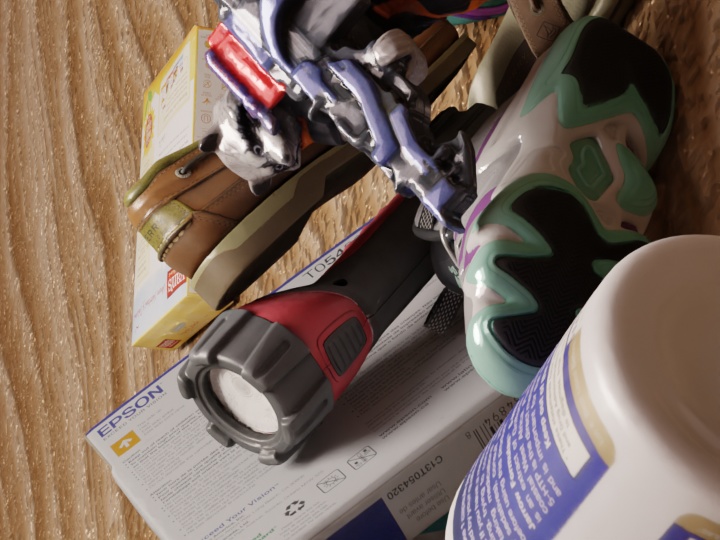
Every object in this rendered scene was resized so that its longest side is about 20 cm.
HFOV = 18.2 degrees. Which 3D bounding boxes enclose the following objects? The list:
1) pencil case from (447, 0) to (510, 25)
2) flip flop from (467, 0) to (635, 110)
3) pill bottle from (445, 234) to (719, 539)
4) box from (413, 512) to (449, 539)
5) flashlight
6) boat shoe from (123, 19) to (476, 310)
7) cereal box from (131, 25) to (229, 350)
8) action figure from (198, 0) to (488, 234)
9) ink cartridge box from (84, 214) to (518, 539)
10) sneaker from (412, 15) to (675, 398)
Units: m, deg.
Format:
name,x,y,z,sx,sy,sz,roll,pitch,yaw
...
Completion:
name,x,y,z,sx,sy,sz,roll,pitch,yaw
pencil case,0.024,-0.166,1.163,0.085,0.092,0.200,57,165,-14
flip flop,0.082,-0.134,1.030,0.200,0.057,0.081,116,153,-43
pill bottle,0.099,0.091,0.817,0.200,0.119,0.120,120,150,-47
box,0.024,0.155,1.050,0.082,0.049,0.201,-16,63,30
flashlight,0.000,0.000,1.020,0.200,0.068,0.068,-49,-7,-35
boat shoe,-0.024,-0.068,1.015,0.200,0.068,0.072,-43,-7,-38
cereal box,-0.124,-0.055,1.599,0.144,0.039,0.201,144,130,-64
action figure,0.022,-0.093,0.930,0.193,0.105,0.200,-36,62,7
ink cartridge box,-0.012,0.066,1.032,0.043,0.196,0.200,58,170,-26
sneaker,0.061,-0.001,0.941,0.140,0.078,0.200,-44,15,45
